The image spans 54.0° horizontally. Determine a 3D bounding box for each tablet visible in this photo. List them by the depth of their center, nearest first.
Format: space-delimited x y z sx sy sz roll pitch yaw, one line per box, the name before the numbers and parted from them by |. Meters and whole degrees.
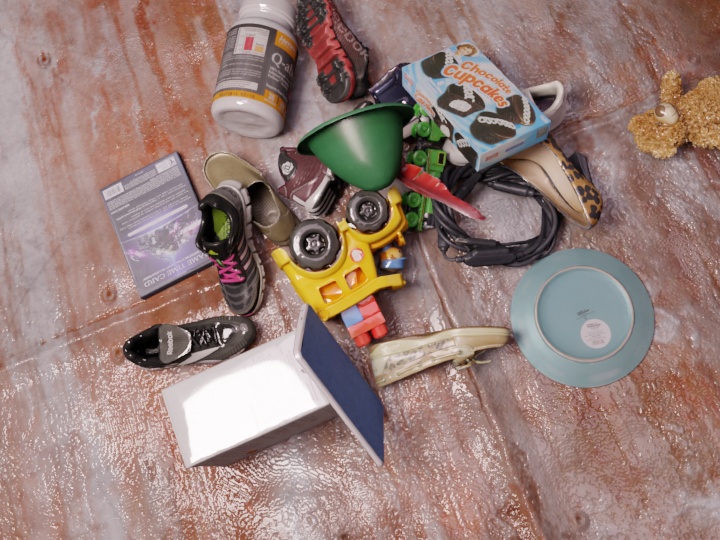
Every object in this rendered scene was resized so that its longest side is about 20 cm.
tablet | -0.024 0.146 0.915 0.014 0.130 0.201 -28 112 14

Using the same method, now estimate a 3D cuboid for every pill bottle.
pill bottle | -0.161 -0.321 1.110 0.115 0.116 0.202 7 77 9

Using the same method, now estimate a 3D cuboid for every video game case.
video game case | -0.316 -0.074 1.115 0.142 0.019 0.201 -26 74 0

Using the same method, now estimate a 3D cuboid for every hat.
hat | 0.022 -0.111 0.936 0.164 0.200 0.178 -15 86 -27

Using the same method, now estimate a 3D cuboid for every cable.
cable | 0.199 -0.085 1.027 0.198 0.051 0.165 -6 68 -9

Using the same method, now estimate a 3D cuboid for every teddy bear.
teddy bear | 0.496 -0.234 1.026 0.198 0.067 0.146 -4 72 6

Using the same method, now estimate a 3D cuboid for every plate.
plate | 0.312 0.062 0.991 0.198 0.026 0.202 -2 74 6

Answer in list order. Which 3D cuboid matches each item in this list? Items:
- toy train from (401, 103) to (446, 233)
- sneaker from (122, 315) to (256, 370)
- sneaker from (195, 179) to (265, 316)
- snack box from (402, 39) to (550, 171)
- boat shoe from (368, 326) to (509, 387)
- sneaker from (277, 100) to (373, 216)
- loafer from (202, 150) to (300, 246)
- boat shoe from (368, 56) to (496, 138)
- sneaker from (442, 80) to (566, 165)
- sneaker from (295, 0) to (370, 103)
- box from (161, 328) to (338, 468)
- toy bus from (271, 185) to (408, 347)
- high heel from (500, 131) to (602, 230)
toy train | 0.097 -0.154 1.044 0.056 0.042 0.202 5 97 -15
sneaker | -0.251 0.105 1.017 0.198 0.091 0.067 -11 80 5
sneaker | -0.194 -0.026 1.019 0.073 0.087 0.202 0 104 24
snack box | 0.156 -0.234 0.982 0.115 0.037 0.201 -26 58 -14
boat shoe | 0.112 0.117 0.984 0.198 0.073 0.063 -12 79 15
sneaker | -0.064 -0.190 1.086 0.115 0.076 0.201 24 76 21
loafer | -0.170 -0.122 1.082 0.200 0.067 0.076 40 83 15
boat shoe | 0.106 -0.289 1.071 0.199 0.075 0.093 -37 110 -3
sneaker | 0.212 -0.225 1.044 0.199 0.100 0.075 -26 75 1
sneaker | -0.038 -0.354 1.115 0.071 0.097 0.202 -29 75 40
box | -0.137 0.177 0.953 0.198 0.152 0.107 -24 74 0
toy bus | 0.000 0.000 1.003 0.199 0.136 0.193 -30 86 -4
high heel | 0.247 -0.134 0.981 0.198 0.072 0.144 16 48 -16
